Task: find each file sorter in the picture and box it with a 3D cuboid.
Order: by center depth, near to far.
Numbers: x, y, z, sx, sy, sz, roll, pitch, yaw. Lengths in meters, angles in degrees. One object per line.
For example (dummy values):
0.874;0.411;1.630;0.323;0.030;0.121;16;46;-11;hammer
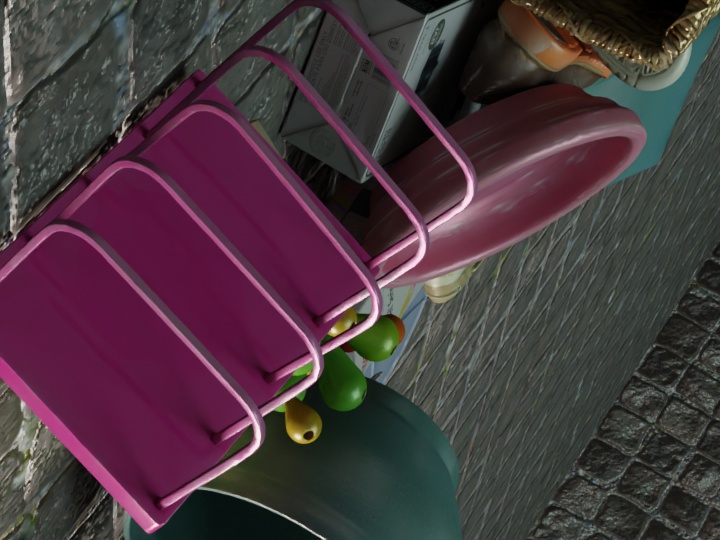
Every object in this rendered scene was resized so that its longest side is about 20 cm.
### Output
-0.059;-0.011;0.904;0.125;0.139;0.200;-34;-169;49;file sorter

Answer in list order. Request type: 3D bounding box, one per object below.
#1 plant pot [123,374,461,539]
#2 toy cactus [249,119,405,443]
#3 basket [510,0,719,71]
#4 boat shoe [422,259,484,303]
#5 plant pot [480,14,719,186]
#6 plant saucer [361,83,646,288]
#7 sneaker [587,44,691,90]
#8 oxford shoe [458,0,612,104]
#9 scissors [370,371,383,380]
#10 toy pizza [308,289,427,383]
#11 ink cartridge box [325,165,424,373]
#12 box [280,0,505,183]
-0.020;0.146;1.162;0.135;0.199;0.201;-56;166;-35;plant pot
-0.045;0.002;1.085;0.101;0.166;0.200;-21;-174;17;toy cactus
0.137;-0.231;1.122;0.149;0.199;0.144;-41;157;-52;basket
0.094;-0.052;1.537;0.201;0.072;0.064;-55;147;-50;boat shoe
0.149;-0.145;1.488;0.200;0.141;0.142;-29;146;-52;plant pot
0.083;-0.058;1.248;0.199;0.051;0.201;-25;166;-7;plant saucer
0.155;-0.209;1.279;0.076;0.201;0.111;-35;177;16;sneaker
0.109;-0.136;1.276;0.073;0.071;0.200;-43;167;16;oxford shoe
-0.060;0.141;1.389;0.200;0.014;0.073;-40;180;28;scissors
-0.002;0.054;1.541;0.201;0.032;0.201;-55;164;-24;toy pizza
0.000;0.000;1.367;0.201;0.067;0.117;-55;165;-24;ink cartridge box
0.034;-0.139;1.234;0.200;0.060;0.117;-35;151;-60;box
